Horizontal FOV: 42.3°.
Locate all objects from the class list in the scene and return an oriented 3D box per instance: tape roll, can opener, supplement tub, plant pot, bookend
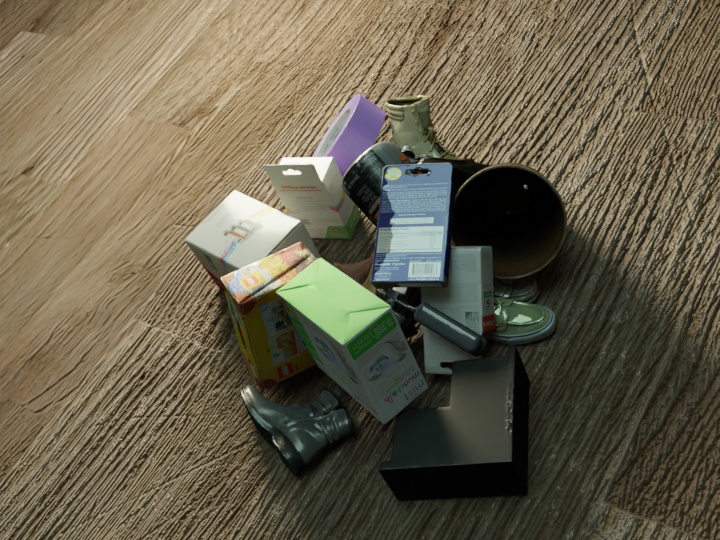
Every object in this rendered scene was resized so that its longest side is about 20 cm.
[{"bbox_3d":[-0.032,-0.246,1.829,0.200,0.065,0.200,-53,15,21],"label":"tape roll"},{"bbox_3d":[0.099,0.087,1.446,0.199,0.053,0.067,31,92,29],"label":"can opener"},{"bbox_3d":[0.072,-0.116,1.603,0.122,0.123,0.200,-39,79,-12],"label":"supplement tub"},{"bbox_3d":[0.251,-0.105,1.566,0.186,0.188,0.200,-13,15,15],"label":"plant pot"},{"bbox_3d":[0.143,0.228,1.382,0.199,0.092,0.200,-9,46,20],"label":"bookend"}]

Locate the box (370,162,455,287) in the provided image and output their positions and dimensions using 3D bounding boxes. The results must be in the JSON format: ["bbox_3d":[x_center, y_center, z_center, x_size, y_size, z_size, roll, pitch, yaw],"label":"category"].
[{"bbox_3d":[0.085,-0.072,1.466,0.120,0.032,0.201,0,72,20],"label":"box"}]

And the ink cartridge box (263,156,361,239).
[{"bbox_3d":[-0.089,-0.150,1.753,0.116,0.200,0.068,3,52,27],"label":"ink cartridge box"}]

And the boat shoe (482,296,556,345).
[{"bbox_3d":[0.215,0.075,1.506,0.199,0.062,0.072,0,51,26],"label":"boat shoe"}]

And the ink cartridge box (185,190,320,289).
[{"bbox_3d":[-0.191,-0.028,1.731,0.199,0.146,0.145,27,65,39],"label":"ink cartridge box"}]

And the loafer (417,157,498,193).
[{"bbox_3d":[0.184,-0.167,1.690,0.199,0.073,0.072,10,34,-19],"label":"loafer"}]

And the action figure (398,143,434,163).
[{"bbox_3d":[0.085,-0.143,1.715,0.129,0.069,0.201,-2,73,4],"label":"action figure"}]

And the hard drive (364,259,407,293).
[{"bbox_3d":[-0.014,0.078,1.637,0.200,0.025,0.132,-45,47,-17],"label":"hard drive"}]

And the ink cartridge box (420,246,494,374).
[{"bbox_3d":[0.154,0.063,1.477,0.108,0.050,0.202,-1,93,31],"label":"ink cartridge box"}]

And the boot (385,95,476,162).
[{"bbox_3d":[0.134,-0.250,1.765,0.199,0.156,0.072,15,34,36],"label":"boot"}]

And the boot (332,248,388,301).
[{"bbox_3d":[0.000,0.000,1.572,0.166,0.072,0.201,20,91,52],"label":"boot"}]

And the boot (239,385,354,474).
[{"bbox_3d":[-0.103,0.234,1.524,0.131,0.070,0.200,-34,52,-16],"label":"boot"}]

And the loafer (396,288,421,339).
[{"bbox_3d":[0.083,0.078,1.547,0.063,0.072,0.201,32,86,5],"label":"loafer"}]

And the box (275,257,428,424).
[{"bbox_3d":[-0.011,0.102,1.400,0.097,0.177,0.200,-37,38,-16],"label":"box"}]

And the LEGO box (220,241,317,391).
[{"bbox_3d":[-0.128,0.077,1.512,0.148,0.201,0.077,-24,43,-18],"label":"LEGO box"}]

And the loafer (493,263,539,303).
[{"bbox_3d":[0.199,0.017,1.565,0.199,0.063,0.072,7,55,30],"label":"loafer"}]
